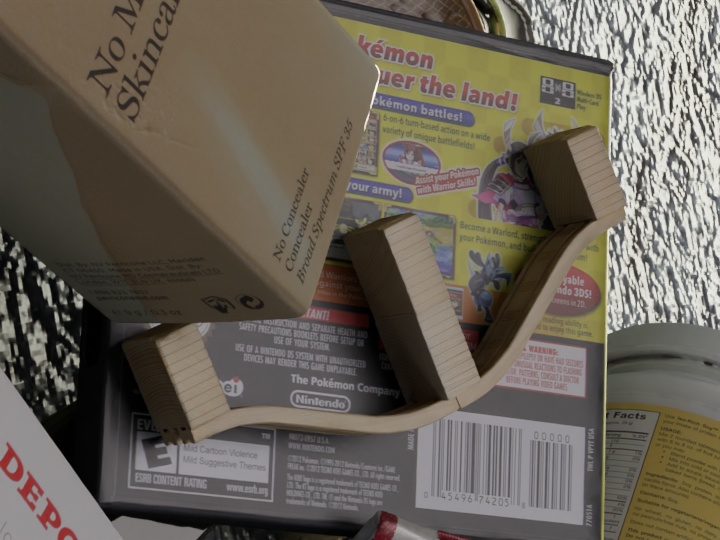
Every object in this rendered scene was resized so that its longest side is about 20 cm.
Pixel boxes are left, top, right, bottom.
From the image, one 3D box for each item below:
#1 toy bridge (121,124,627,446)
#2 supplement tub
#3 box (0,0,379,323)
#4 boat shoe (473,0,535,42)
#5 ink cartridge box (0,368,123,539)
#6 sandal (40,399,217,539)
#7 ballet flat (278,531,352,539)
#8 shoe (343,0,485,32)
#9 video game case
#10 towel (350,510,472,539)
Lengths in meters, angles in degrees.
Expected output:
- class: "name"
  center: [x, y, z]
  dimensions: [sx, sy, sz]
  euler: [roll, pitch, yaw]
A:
- class: "toy bridge"
  center: [0.018, 0.015, 0.828]
  dimensions: [0.200, 0.027, 0.067]
  euler: [-26, 98, -33]
- class: "supplement tub"
  center: [0.117, 0.134, 1.030]
  dimensions: [0.145, 0.145, 0.200]
  euler: [57, 40, -32]
- class: "box"
  center: [-0.085, -0.072, 0.702]
  dimensions: [0.200, 0.078, 0.095]
  euler: [43, 54, -46]
- class: "boat shoe"
  center: [0.024, -0.091, 1.021]
  dimensions: [0.201, 0.061, 0.072]
  euler: [-13, 92, -56]
- class: "ink cartridge box"
  center: [-0.163, 0.103, 0.677]
  dimensions: [0.147, 0.083, 0.200]
  euler: [59, 40, -29]
- class: "sandal"
  center: [-0.048, 0.050, 0.863]
  dimensions: [0.201, 0.057, 0.080]
  euler: [-22, 95, -28]
- class: "ballet flat"
  center: [0.012, 0.074, 0.986]
  dimensions: [0.057, 0.066, 0.200]
  euler: [37, 37, 9]
- class: "shoe"
  center: [-0.038, -0.114, 0.890]
  dimensions: [0.200, 0.053, 0.070]
  euler: [32, 76, -26]
- class: "video game case"
  center: [0.000, 0.000, 0.851]
  dimensions: [0.200, 0.025, 0.181]
  euler: [9, 77, -31]
- class: "towel"
  center: [0.060, 0.158, 0.880]
  dimensions: [0.200, 0.144, 0.023]
  euler: [22, 43, -19]
